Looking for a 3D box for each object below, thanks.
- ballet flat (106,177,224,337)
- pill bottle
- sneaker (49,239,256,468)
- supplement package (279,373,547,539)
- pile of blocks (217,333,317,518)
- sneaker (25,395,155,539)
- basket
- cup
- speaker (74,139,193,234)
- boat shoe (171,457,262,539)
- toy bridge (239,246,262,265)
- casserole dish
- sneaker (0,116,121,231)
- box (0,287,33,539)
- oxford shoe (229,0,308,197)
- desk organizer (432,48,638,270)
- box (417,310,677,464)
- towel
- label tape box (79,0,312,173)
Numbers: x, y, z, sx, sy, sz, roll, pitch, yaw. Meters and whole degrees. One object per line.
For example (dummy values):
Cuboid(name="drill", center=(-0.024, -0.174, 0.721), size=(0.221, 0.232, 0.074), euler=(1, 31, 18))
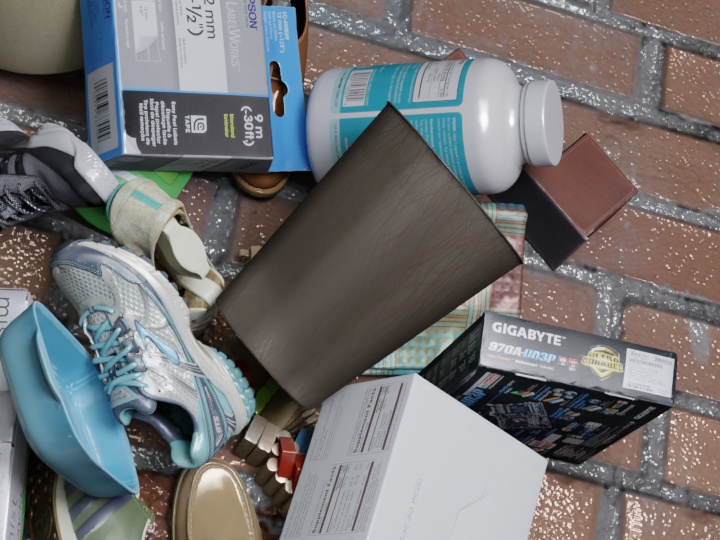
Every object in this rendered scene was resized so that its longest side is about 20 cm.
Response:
Cuboid(name="ballet flat", center=(-0.138, 0.004, 1.453), size=(0.062, 0.200, 0.068), euler=(22, 68, 26))
Cuboid(name="pill bottle", center=(0.063, -0.116, 1.560), size=(0.198, 0.111, 0.112), euler=(-1, 65, 20))
Cuboid(name="sneaker", center=(-0.162, 0.063, 1.410), size=(0.200, 0.077, 0.087), euler=(48, 50, -16))
Cuboid(name="supplement package", center=(0.033, 0.206, 1.443), size=(0.155, 0.110, 0.201), euler=(34, 61, -32))
Cuboid(name="pile of blocks", center=(-0.057, 0.134, 1.500), size=(0.082, 0.062, 0.201), euler=(-27, 80, -24))
Cuboid(name="sneaker", center=(-0.201, 0.181, 1.444), size=(0.089, 0.067, 0.202), euler=(8, 57, -34))
Cuboid(name="basket", center=(0.000, 0.000, 1.448), size=(0.200, 0.180, 0.136), euler=(-42, 44, 2))
Cuboid(name="cup", center=(-0.259, -0.280, 1.524), size=(0.198, 0.144, 0.202), euler=(-1, 62, 2))
Cuboid(name="speaker", center=(-0.165, -0.128, 1.556), size=(0.088, 0.088, 0.201), euler=(25, 64, -6))
Cuboid(name="boat shoe", center=(-0.099, 0.236, 1.446), size=(0.071, 0.065, 0.202), euler=(-5, 71, -18))
Cuboid(name="toy bridge", center=(-0.004, -0.010, 1.590), size=(0.198, 0.027, 0.068), euler=(3, 68, -16))
Cuboid(name="casserole dish", center=(-0.208, 0.099, 1.348), size=(0.039, 0.200, 0.122), euler=(-23, 69, 0))
Cuboid(name="sneaker", center=(-0.267, -0.052, 1.456), size=(0.114, 0.199, 0.076), euler=(-52, 128, -19))
Cuboid(name="box", center=(-0.330, 0.117, 1.386), size=(0.175, 0.097, 0.202), euler=(2, 68, -3))
Cuboid(name="oxford shoe", center=(-0.078, -0.161, 1.604), size=(0.071, 0.071, 0.202), euler=(9, 69, -15))
Cuboid(name="desk organizer", center=(0.140, -0.108, 1.649), size=(0.077, 0.072, 0.200), euler=(-38, 84, -28))
Cuboid(name="box", center=(0.138, 0.096, 1.497), size=(0.158, 0.200, 0.046), euler=(12, 69, -11))
Cuboid(name="towel", center=(0.041, 0.014, 1.567), size=(0.198, 0.022, 0.148), euler=(1, 96, -17))
Cuboid(name="label tape box", center=(-0.117, -0.154, 1.502), size=(0.199, 0.066, 0.145), euler=(-1, 82, -31))
